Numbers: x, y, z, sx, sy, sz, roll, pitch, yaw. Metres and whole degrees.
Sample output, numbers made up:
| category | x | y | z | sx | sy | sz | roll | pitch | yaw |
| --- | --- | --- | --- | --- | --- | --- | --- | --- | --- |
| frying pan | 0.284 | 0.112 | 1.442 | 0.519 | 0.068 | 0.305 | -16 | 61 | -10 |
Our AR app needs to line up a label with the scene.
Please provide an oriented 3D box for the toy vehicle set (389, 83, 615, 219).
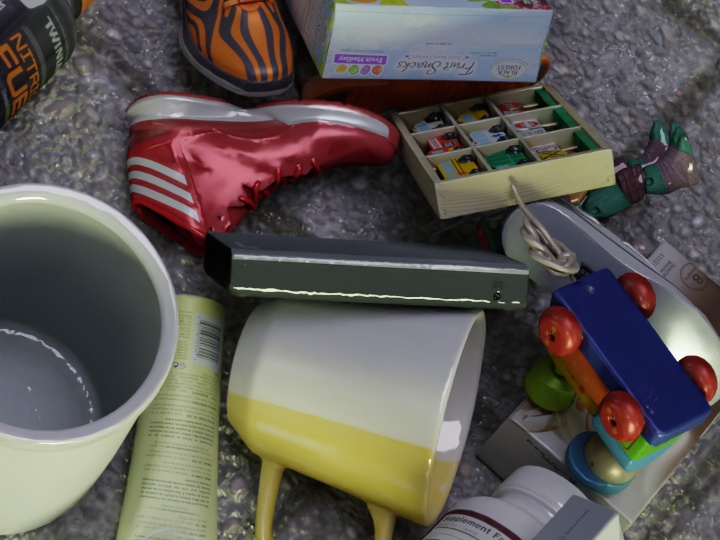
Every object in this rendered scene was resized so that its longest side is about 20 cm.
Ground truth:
| category | x | y | z | sx | sy | sz | roll | pitch | yaw |
| --- | --- | --- | --- | --- | --- | --- | --- | --- | --- |
| toy vehicle set | 0.098 | -0.088 | 1.621 | 0.124 | 0.200 | 0.027 | -12 | 109 | -5 |

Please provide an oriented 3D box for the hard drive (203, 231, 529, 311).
| category | x | y | z | sx | sy | sz | roll | pitch | yaw |
| --- | --- | --- | --- | --- | --- | --- | --- | --- | --- |
| hard drive | 0.000 | 0.000 | 1.538 | 0.199 | 0.140 | 0.033 | 3 | 96 | -11 |

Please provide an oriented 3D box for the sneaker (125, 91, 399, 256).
| category | x | y | z | sx | sy | sz | roll | pitch | yaw |
| --- | --- | --- | --- | --- | --- | --- | --- | --- | --- |
| sneaker | -0.072 | -0.060 | 1.639 | 0.199 | 0.078 | 0.116 | 3 | 72 | -3 |

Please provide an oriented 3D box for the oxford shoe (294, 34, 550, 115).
| category | x | y | z | sx | sy | sz | roll | pitch | yaw |
| --- | --- | --- | --- | --- | --- | --- | --- | --- | --- |
| oxford shoe | 0.047 | -0.161 | 1.720 | 0.199 | 0.071 | 0.073 | -5 | 61 | -20 |

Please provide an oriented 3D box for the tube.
| category | x | y | z | sx | sy | sz | roll | pitch | yaw |
| --- | --- | --- | --- | --- | --- | --- | --- | --- | --- |
| tube | -0.126 | 0.117 | 1.543 | 0.058 | 0.052 | 0.201 | -6 | 66 | 22 |

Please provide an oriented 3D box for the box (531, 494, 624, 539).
| category | x | y | z | sx | sy | sz | roll | pitch | yaw |
| --- | --- | --- | --- | --- | --- | --- | --- | --- | --- |
| box | 0.126 | 0.268 | 1.470 | 0.041 | 0.200 | 0.156 | 19 | 50 | 39 |

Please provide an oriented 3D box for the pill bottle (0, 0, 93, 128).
| category | x | y | z | sx | sy | sz | roll | pitch | yaw |
| --- | --- | --- | --- | --- | --- | --- | --- | --- | --- |
| pill bottle | -0.271 | -0.156 | 1.593 | 0.106 | 0.106 | 0.200 | 38 | 60 | 3 |

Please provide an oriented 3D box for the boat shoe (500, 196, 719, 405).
| category | x | y | z | sx | sy | sz | roll | pitch | yaw |
| --- | --- | --- | --- | --- | --- | --- | --- | --- | --- |
| boat shoe | 0.181 | 0.013 | 1.583 | 0.200 | 0.074 | 0.065 | 46 | 20 | -11 |

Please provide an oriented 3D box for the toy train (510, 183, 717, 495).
| category | x | y | z | sx | sy | sz | roll | pitch | yaw |
| --- | --- | --- | --- | --- | --- | --- | --- | --- | --- |
| toy train | 0.142 | 0.049 | 1.535 | 0.084 | 0.116 | 0.200 | -22 | 66 | -32 |

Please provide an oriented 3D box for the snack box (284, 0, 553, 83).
| category | x | y | z | sx | sy | sz | roll | pitch | yaw |
| --- | --- | --- | --- | --- | --- | --- | --- | --- | --- |
| snack box | 0.030 | -0.215 | 1.691 | 0.168 | 0.068 | 0.200 | 0 | 33 | -17 |

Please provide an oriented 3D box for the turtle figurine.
| category | x | y | z | sx | sy | sz | roll | pitch | yaw |
| --- | --- | --- | --- | --- | --- | --- | --- | --- | --- |
| turtle figurine | 0.144 | -0.054 | 1.683 | 0.199 | 0.150 | 0.101 | -20 | 115 | -5 |

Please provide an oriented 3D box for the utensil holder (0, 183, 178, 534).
| category | x | y | z | sx | sy | sz | roll | pitch | yaw |
| --- | --- | --- | --- | --- | --- | --- | --- | --- | --- |
| utensil holder | -0.219 | 0.063 | 1.445 | 0.169 | 0.200 | 0.171 | 8 | 64 | -16 |

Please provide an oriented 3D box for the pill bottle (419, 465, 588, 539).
| category | x | y | z | sx | sy | sz | roll | pitch | yaw |
| --- | --- | --- | --- | --- | --- | --- | --- | --- | --- |
| pill bottle | 0.073 | 0.225 | 1.512 | 0.113 | 0.113 | 0.200 | 44 | 60 | 7 |

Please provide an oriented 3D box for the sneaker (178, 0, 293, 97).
| category | x | y | z | sx | sy | sz | roll | pitch | yaw |
| --- | --- | --- | --- | --- | --- | --- | --- | --- | --- |
| sneaker | -0.095 | -0.222 | 1.648 | 0.077 | 0.112 | 0.200 | -8 | 49 | -24 |

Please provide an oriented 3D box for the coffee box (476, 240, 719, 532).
| category | x | y | z | sx | sy | sz | roll | pitch | yaw |
| --- | --- | --- | --- | --- | --- | --- | --- | --- | --- |
| coffee box | 0.193 | 0.091 | 1.635 | 0.114 | 0.080 | 0.200 | 42 | 60 | 5 |

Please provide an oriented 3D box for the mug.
| category | x | y | z | sx | sy | sz | roll | pitch | yaw |
| --- | --- | --- | --- | --- | --- | --- | --- | --- | --- |
| mug | -0.012 | 0.096 | 1.529 | 0.153 | 0.150 | 0.187 | 14 | 56 | 10 |
